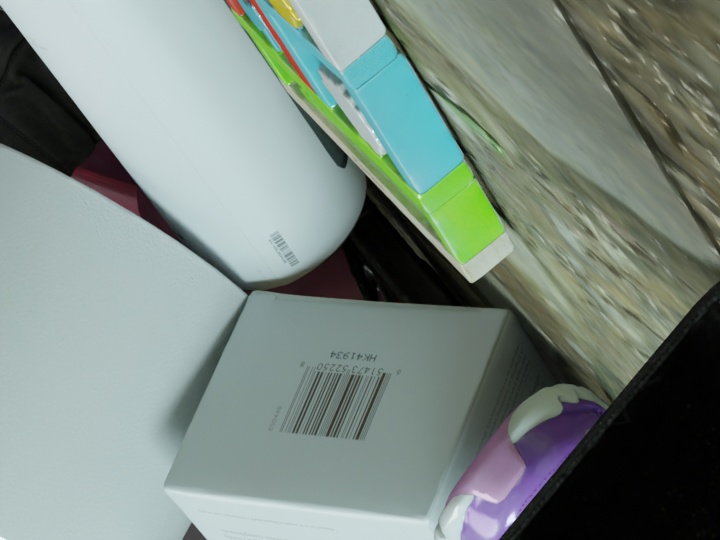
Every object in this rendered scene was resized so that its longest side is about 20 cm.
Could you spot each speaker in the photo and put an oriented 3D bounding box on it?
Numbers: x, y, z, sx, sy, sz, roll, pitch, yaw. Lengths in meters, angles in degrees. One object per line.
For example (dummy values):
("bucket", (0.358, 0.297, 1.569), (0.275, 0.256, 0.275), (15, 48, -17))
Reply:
("speaker", (-0.075, -0.082, 1.005), (0.081, 0.081, 0.200), (46, 174, 48))

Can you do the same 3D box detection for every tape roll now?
("tape roll", (-0.150, 0.043, 1.087), (0.202, 0.140, 0.203), (26, 167, 6))

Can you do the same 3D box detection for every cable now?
("cable", (0.000, 0.000, 1.111), (0.200, 0.050, 0.097), (50, 174, -5))

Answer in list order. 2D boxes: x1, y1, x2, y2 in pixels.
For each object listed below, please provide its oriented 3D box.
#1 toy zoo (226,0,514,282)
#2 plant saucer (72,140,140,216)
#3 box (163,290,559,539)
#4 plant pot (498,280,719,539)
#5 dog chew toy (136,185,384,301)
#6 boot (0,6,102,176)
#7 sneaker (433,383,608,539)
("toy zoo", (-0.027, -0.093, 0.804), (0.131, 0.020, 0.200), (47, 174, 45))
("plant saucer", (-0.138, -0.064, 1.331), (0.200, 0.051, 0.201), (21, -158, -9))
("box", (0.031, 0.107, 1.054), (0.124, 0.098, 0.200), (4, 146, 32))
("plant pot", (0.097, 0.143, 0.448), (0.177, 0.200, 0.200), (40, 179, -14))
("dog chew toy", (-0.041, 0.007, 1.220), (0.125, 0.124, 0.200), (45, 165, 54))
("boot", (-0.156, -0.127, 1.139), (0.200, 0.131, 0.068), (49, 175, 28))
("sneaker", (0.097, 0.111, 0.928), (0.088, 0.081, 0.200), (40, 175, 35))
